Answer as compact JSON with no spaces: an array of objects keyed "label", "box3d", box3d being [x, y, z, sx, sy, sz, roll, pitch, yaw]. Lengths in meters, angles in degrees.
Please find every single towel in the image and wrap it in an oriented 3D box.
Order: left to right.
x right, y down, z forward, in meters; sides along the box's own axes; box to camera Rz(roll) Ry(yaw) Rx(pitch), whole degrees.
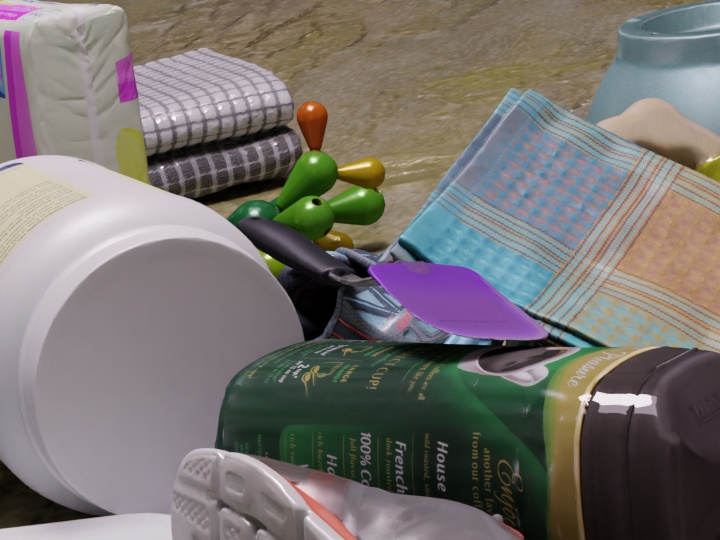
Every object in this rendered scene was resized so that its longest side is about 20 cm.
[{"label":"towel","box3d":[-0.154,-0.101,1.585,0.165,0.086,0.200,-17,18,-21]},{"label":"towel","box3d":[0.126,-0.005,0.931,0.200,0.022,0.147,26,45,14]}]

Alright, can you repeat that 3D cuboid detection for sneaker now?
[{"label":"sneaker","box3d":[0.007,0.013,0.979,0.095,0.079,0.200,26,4,-11]},{"label":"sneaker","box3d":[0.016,0.112,0.729,0.200,0.077,0.082,21,21,40]}]

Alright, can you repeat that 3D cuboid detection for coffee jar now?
[{"label":"coffee jar","box3d":[0.051,0.073,0.806,0.200,0.085,0.104,0,10,32]}]

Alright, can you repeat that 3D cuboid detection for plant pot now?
[{"label":"plant pot","box3d":[0.213,-0.083,1.196,0.200,0.134,0.200,-9,14,2]}]

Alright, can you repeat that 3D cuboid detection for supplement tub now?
[{"label":"supplement tub","box3d":[-0.120,0.029,0.955,0.145,0.145,0.200,-15,16,-23]}]

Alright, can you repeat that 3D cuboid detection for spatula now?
[{"label":"spatula","box3d":[0.000,0.000,0.873,0.056,0.021,0.200,2,9,-33]}]

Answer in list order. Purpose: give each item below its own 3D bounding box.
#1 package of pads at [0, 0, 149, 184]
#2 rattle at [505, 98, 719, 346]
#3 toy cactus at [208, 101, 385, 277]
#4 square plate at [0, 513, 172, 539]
[{"label":"package of pads","box3d":[-0.174,-0.051,1.173,0.068,0.200,0.154,-13,14,-27]},{"label":"rattle","box3d":[0.113,0.021,1.024,0.143,0.130,0.200,-22,32,53]},{"label":"toy cactus","box3d":[-0.083,-0.030,1.272,0.165,0.102,0.200,-12,12,47]},{"label":"square plate","box3d":[-0.142,0.138,0.790,0.200,0.028,0.198,-8,14,7]}]
